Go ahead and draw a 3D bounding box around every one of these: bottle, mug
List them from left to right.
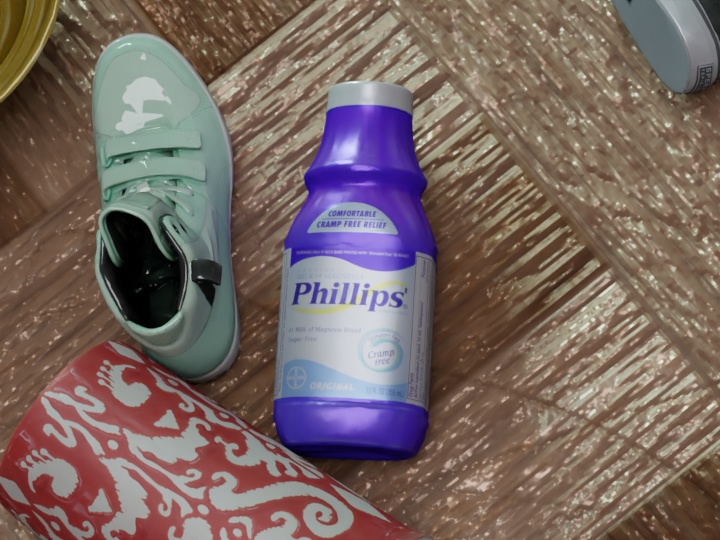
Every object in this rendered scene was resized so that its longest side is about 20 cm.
[{"bbox_3d":[-0.093,0.151,1.333,0.200,0.133,0.178,36,82,17],"label":"mug"},{"bbox_3d":[0.000,0.000,1.385,0.083,0.065,0.200,2,78,9],"label":"bottle"}]

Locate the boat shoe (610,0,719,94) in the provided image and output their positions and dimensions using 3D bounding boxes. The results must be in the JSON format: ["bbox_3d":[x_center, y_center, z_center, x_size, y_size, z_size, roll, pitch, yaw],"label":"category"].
[{"bbox_3d":[0.154,-0.188,1.414,0.057,0.069,0.200,-23,76,-18],"label":"boat shoe"}]

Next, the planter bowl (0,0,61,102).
[{"bbox_3d":[-0.254,-0.151,1.443,0.200,0.083,0.201,-2,76,7],"label":"planter bowl"}]

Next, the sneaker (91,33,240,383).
[{"bbox_3d":[-0.109,-0.048,1.383,0.074,0.118,0.201,-14,75,6],"label":"sneaker"}]
